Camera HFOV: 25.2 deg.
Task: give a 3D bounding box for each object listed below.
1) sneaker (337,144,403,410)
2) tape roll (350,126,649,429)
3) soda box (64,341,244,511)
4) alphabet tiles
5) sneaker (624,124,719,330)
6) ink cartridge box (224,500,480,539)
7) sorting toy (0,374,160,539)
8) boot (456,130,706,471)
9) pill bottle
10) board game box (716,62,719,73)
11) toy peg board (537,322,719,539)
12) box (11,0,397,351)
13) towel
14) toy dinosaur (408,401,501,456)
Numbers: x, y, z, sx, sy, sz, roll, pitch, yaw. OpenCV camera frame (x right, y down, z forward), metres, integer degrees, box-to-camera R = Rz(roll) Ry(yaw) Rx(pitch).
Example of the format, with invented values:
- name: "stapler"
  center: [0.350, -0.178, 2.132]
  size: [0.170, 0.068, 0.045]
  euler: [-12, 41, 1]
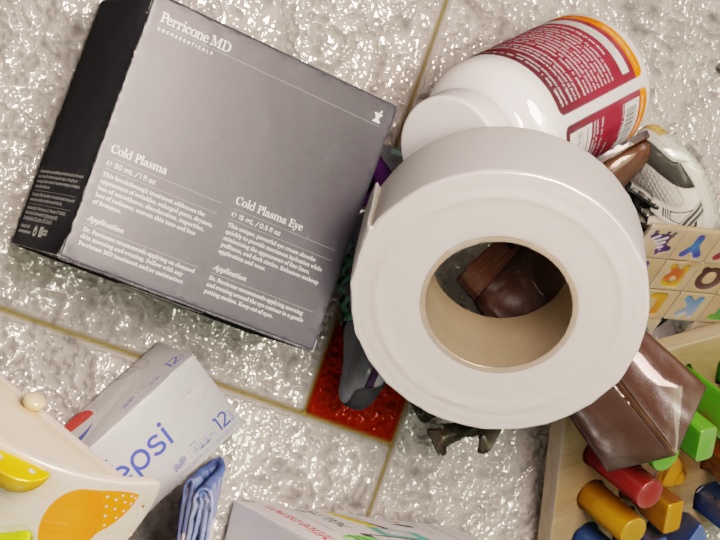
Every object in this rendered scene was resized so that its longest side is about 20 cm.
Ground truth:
- name: "sneaker"
  center: [0.000, 0.000, 1.197]
  size: [0.087, 0.074, 0.201]
  euler: [21, 77, -12]
- name: "tape roll"
  center: [0.093, 0.007, 1.089]
  size: [0.202, 0.071, 0.203]
  euler: [3, 120, 5]
- name: "soda box"
  center: [-0.180, 0.140, 1.102]
  size: [0.200, 0.063, 0.068]
  euler: [-43, 115, -18]
- name: "alphabet tiles"
  center: [0.219, 0.024, 1.276]
  size: [0.199, 0.008, 0.167]
  euler: [5, 136, -25]
- name: "sneaker"
  center: [0.232, -0.023, 1.279]
  size: [0.088, 0.076, 0.200]
  euler: [-31, 134, -14]
- name: "ink cartridge box"
  center: [0.008, 0.262, 1.171]
  size: [0.199, 0.147, 0.147]
  euler: [12, 90, -30]
- name: "sorting toy"
  center: [-0.258, 0.152, 1.004]
  size: [0.180, 0.200, 0.107]
  euler: [-61, 159, 17]
- name: "boot"
  center: [0.195, 0.027, 1.161]
  size: [0.186, 0.064, 0.200]
  euler: [-43, 81, 21]
- name: "pill bottle"
  center: [0.120, -0.114, 1.182]
  size: [0.200, 0.113, 0.113]
  euler: [-29, 110, -47]
- name: "board game box"
  center: [0.401, -0.146, 1.421]
  size: [0.200, 0.023, 0.105]
  euler: [46, 71, -24]
- name: "toy peg board"
  center: [0.256, 0.163, 1.292]
  size: [0.199, 0.098, 0.200]
  euler: [-12, 121, -27]
- name: "box"
  center: [-0.104, -0.065, 1.101]
  size: [0.200, 0.104, 0.183]
  euler: [23, 85, -29]
- name: "towel"
  center: [-0.117, 0.235, 1.107]
  size: [0.024, 0.147, 0.201]
  euler: [9, 89, 1]
- name: "toy dinosaur"
  center: [0.092, 0.095, 1.213]
  size: [0.102, 0.200, 0.077]
  euler: [-30, 82, 0]
